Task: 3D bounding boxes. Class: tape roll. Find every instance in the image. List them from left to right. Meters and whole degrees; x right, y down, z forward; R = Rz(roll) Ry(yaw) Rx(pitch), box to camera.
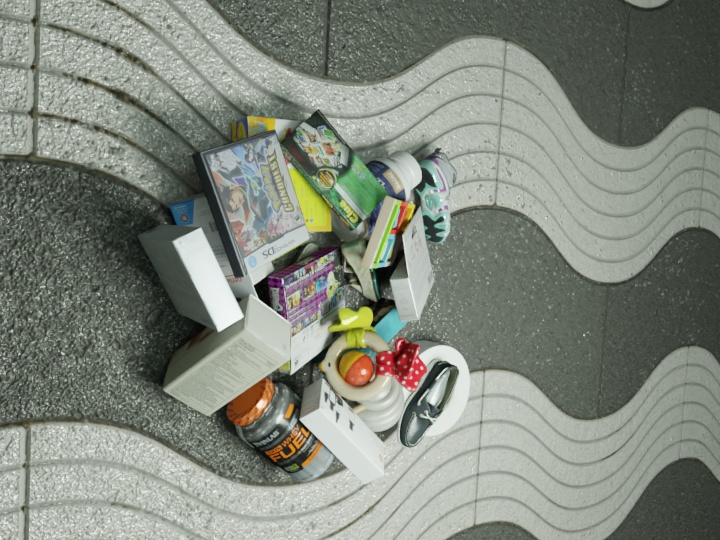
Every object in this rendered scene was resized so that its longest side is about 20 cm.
[{"bbox_3d":[0.148,0.260,1.333,0.202,0.071,0.203,-4,97,-34],"label":"tape roll"}]

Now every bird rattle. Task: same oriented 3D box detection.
[{"bbox_3d":[0.015,0.167,1.112,0.200,0.113,0.163,41,86,11],"label":"bird rattle"}]

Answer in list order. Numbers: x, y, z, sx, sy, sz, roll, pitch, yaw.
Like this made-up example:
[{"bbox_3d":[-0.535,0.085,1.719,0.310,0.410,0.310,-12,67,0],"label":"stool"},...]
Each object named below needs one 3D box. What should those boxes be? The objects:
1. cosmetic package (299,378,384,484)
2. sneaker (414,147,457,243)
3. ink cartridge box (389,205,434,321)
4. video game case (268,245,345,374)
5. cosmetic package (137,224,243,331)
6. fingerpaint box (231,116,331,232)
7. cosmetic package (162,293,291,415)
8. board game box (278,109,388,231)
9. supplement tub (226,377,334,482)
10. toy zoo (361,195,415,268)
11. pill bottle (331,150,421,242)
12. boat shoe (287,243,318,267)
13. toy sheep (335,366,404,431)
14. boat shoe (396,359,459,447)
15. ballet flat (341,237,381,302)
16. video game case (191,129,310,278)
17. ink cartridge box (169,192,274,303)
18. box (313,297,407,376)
[{"bbox_3d":[-0.030,0.298,1.106,0.051,0.083,0.200,-30,116,20],"label":"cosmetic package"},{"bbox_3d":[0.178,-0.170,1.314,0.140,0.077,0.201,-51,142,-41],"label":"sneaker"},{"bbox_3d":[0.102,-0.019,1.220,0.200,0.045,0.177,-54,134,-64],"label":"ink cartridge box"},{"bbox_3d":[-0.092,0.067,1.106,0.200,0.036,0.182,-33,125,-56],"label":"video game case"},{"bbox_3d":[-0.271,0.006,0.941,0.052,0.200,0.151,-30,111,-28],"label":"cosmetic package"},{"bbox_3d":[-0.142,-0.168,1.091,0.166,0.073,0.201,-5,96,-35],"label":"fingerpaint box"},{"bbox_3d":[-0.219,0.142,0.992,0.200,0.087,0.103,-34,122,21],"label":"cosmetic package"},{"bbox_3d":[-0.046,-0.179,1.075,0.200,0.023,0.105,49,64,-14],"label":"board game box"},{"bbox_3d":[-0.143,0.288,1.103,0.200,0.122,0.123,47,69,-28],"label":"supplement tub"},{"bbox_3d":[0.058,-0.070,1.132,0.132,0.020,0.200,-70,165,9],"label":"toy zoo"},{"bbox_3d":[0.027,-0.152,1.186,0.200,0.111,0.111,-41,115,-25],"label":"pill bottle"},{"bbox_3d":[-0.132,0.042,1.132,0.067,0.057,0.201,26,75,-52],"label":"boat shoe"},{"bbox_3d":[0.024,0.258,1.207,0.138,0.138,0.200,-40,152,-25],"label":"toy sheep"},{"bbox_3d":[0.142,0.280,1.251,0.076,0.060,0.201,32,76,-32],"label":"boat shoe"},{"bbox_3d":[0.000,0.000,1.191,0.200,0.062,0.068,76,8,-54],"label":"ballet flat"},{"bbox_3d":[-0.170,-0.113,0.977,0.181,0.025,0.201,-36,114,-51],"label":"video game case"},{"bbox_3d":[-0.226,-0.035,1.013,0.068,0.116,0.201,-42,120,-55],"label":"ink cartridge box"},{"bbox_3d":[0.005,0.138,1.216,0.200,0.082,0.049,-43,116,-24],"label":"box"}]
